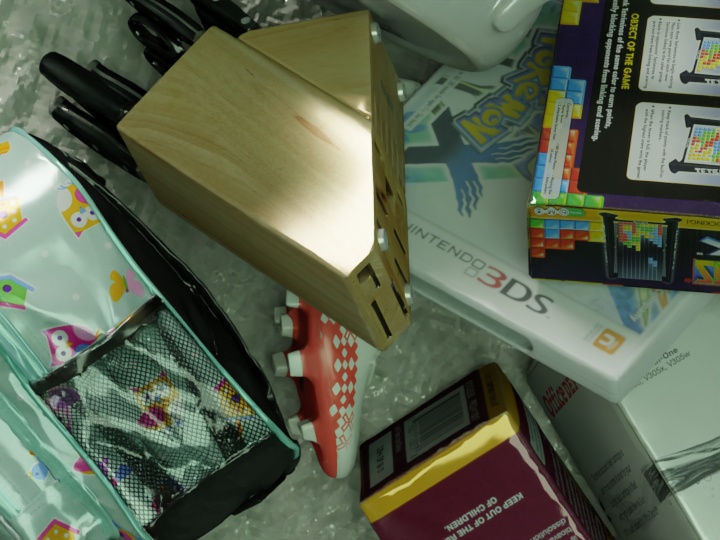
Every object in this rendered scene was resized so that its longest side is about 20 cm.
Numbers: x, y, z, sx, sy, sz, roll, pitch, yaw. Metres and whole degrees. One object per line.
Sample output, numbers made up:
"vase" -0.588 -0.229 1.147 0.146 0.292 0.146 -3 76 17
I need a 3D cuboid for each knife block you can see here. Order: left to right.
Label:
"knife block" -0.069 -0.050 1.242 0.175 0.064 0.200 -11 54 13

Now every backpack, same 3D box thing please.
"backpack" -0.142 0.040 1.241 0.153 0.176 0.200 -31 94 -11

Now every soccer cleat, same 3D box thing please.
"soccer cleat" 0.000 0.000 1.317 0.085 0.069 0.200 -3 88 -10

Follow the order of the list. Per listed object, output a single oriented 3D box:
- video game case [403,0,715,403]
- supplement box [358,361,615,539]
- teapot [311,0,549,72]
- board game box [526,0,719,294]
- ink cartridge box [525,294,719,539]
"video game case" 0.103 -0.048 1.266 0.182 0.022 0.200 29 58 27
"supplement box" 0.086 0.157 1.315 0.086 0.110 0.200 -32 99 6
"teapot" 0.021 -0.191 1.245 0.200 0.197 0.146 29 89 -13
"board game box" 0.169 -0.080 1.236 0.165 0.057 0.200 6 51 9
"ink cartridge box" 0.170 0.103 1.289 0.084 0.146 0.200 -29 82 -10
